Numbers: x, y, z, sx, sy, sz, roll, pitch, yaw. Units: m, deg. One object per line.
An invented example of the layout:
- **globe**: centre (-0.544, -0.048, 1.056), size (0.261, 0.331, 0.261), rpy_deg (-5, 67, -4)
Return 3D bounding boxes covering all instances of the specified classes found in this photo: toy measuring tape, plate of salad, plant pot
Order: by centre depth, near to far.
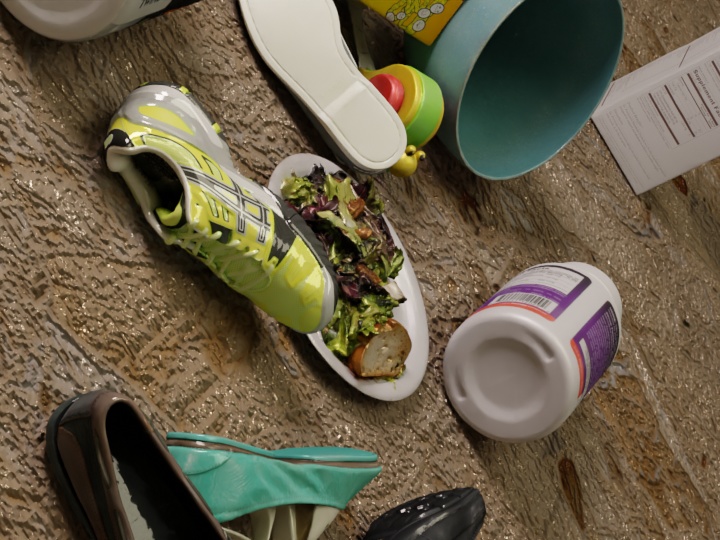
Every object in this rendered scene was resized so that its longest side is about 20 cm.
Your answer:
- **plate of salad**: centre (0.000, 0.000, 1.283), size (0.200, 0.048, 0.200), rpy_deg (39, 37, -38)
- **toy measuring tape**: centre (0.029, -0.167, 1.446), size (0.074, 0.074, 0.200), rpy_deg (29, 44, -47)
- **plant pot**: centre (0.117, -0.200, 1.528), size (0.135, 0.200, 0.200), rpy_deg (40, 13, 35)

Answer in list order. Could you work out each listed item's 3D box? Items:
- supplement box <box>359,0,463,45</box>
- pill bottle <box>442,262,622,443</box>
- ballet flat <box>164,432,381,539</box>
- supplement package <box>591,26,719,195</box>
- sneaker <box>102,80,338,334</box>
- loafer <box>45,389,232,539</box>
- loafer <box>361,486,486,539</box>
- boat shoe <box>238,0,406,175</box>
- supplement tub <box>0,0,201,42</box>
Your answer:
- **supplement box**: centre (0.001, -0.288, 1.406), size (0.200, 0.109, 0.110), rpy_deg (26, 17, -43)
- **pill bottle**: centre (0.151, 0.058, 1.423), size (0.111, 0.111, 0.200), rpy_deg (62, 28, -3)
- **ballet flat**: centre (-0.058, 0.140, 1.068), size (0.200, 0.067, 0.070), rpy_deg (13, 80, -55)
- **supplement package**: centre (0.375, -0.187, 1.909), size (0.110, 0.200, 0.114), rpy_deg (57, 29, -12)
- **sneaker**: centre (-0.097, -0.028, 1.129), size (0.200, 0.075, 0.076), rpy_deg (47, 38, -10)
- **loafer**: centre (-0.105, 0.155, 0.944), size (0.072, 0.063, 0.200), rpy_deg (-34, 94, -32)
- **loafer**: centre (0.030, 0.203, 1.152), size (0.201, 0.068, 0.070), rpy_deg (-31, 102, -57)
- **boat shoe**: centre (-0.038, -0.161, 1.359), size (0.200, 0.073, 0.062), rpy_deg (55, -15, -2)
- **supplement tub**: centre (-0.150, -0.227, 1.136), size (0.123, 0.122, 0.200), rpy_deg (61, 29, -5)
